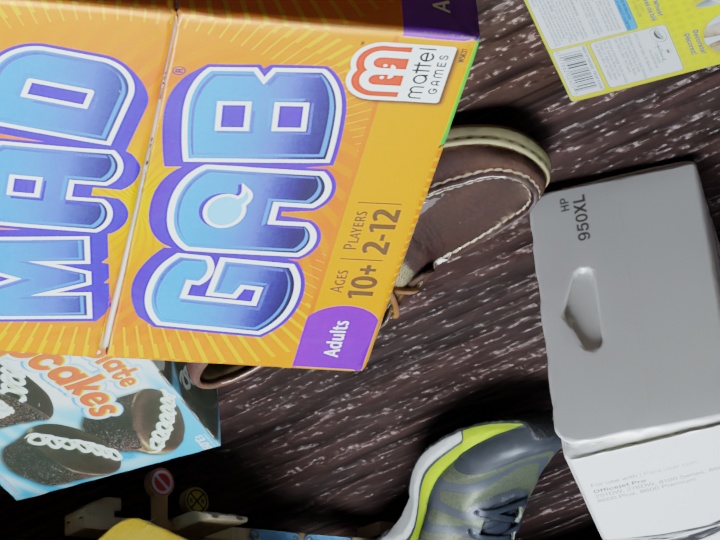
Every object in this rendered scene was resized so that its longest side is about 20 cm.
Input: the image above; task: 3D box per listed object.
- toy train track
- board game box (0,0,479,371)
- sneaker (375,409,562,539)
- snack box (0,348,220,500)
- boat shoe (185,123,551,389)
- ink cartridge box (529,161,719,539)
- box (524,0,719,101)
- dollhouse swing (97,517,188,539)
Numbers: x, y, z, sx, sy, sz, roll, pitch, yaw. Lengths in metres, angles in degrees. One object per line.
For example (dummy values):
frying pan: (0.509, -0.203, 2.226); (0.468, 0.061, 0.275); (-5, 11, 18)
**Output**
toy train track: (-0.061, 0.129, 1.502); (0.199, 0.033, 0.114); (9, 161, -32)
board game box: (-0.080, -0.106, 1.022); (0.198, 0.201, 0.200); (4, 145, -10)
sneaker: (0.059, 0.147, 1.479); (0.073, 0.081, 0.201); (-8, 143, -34)
snack box: (-0.157, 0.037, 1.359); (0.115, 0.037, 0.200); (-16, 143, 15)
boat shoe: (0.000, 0.000, 1.293); (0.199, 0.072, 0.072); (-22, 142, 23)
ink cartridge box: (0.146, 0.067, 1.341); (0.084, 0.145, 0.200); (-13, 145, 10)
box: (0.161, -0.140, 1.135); (0.199, 0.049, 0.118); (-12, 144, 15)
dollhouse swing: (-0.187, 0.164, 1.484); (0.182, 0.176, 0.200); (-42, 175, -19)
